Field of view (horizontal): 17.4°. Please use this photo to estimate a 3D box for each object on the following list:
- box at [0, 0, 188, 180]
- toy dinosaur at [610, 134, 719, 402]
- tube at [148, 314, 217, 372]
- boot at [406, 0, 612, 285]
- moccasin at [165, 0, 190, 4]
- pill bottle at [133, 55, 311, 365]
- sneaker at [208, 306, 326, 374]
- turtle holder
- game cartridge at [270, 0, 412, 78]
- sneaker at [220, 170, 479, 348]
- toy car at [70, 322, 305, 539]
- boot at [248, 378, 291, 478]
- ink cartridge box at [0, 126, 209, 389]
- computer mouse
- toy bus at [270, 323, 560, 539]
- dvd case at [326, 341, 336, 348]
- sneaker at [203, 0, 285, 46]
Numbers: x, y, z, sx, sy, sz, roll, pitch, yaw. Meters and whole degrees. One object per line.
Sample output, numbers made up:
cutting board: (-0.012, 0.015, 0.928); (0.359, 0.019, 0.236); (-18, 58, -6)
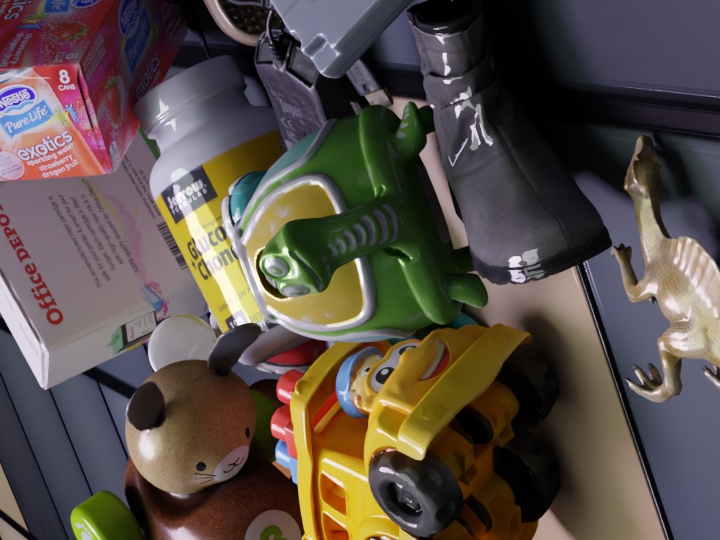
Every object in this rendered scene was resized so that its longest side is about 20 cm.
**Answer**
box: (-0.205, -0.158, 1.695); (0.201, 0.099, 0.096); (-70, -28, -51)
toy dinosaur: (0.173, 0.030, 1.175); (0.201, 0.058, 0.101); (56, 158, 23)
tube: (-0.117, 0.078, 1.744); (0.052, 0.058, 0.200); (20, 171, 9)
boot: (0.067, -0.077, 1.256); (0.200, 0.069, 0.133); (-134, 24, -67)
moccasin: (-0.150, -0.262, 1.628); (0.081, 0.068, 0.201); (49, 158, 35)
pill bottle: (-0.080, -0.044, 1.652); (0.201, 0.111, 0.112); (62, 160, 5)
sneaker: (-0.082, -0.009, 1.747); (0.201, 0.076, 0.085); (60, 152, 33)
turtle holder: (-0.002, -0.012, 1.383); (0.186, 0.131, 0.142); (-94, -18, -58)
game cartridge: (-0.018, -0.220, 1.274); (0.133, 0.041, 0.201); (-47, 58, 28)
sneaker: (0.000, 0.000, 1.518); (0.200, 0.078, 0.080); (38, 150, -8)
toy car: (-0.101, 0.122, 1.585); (0.158, 0.164, 0.201); (40, 150, 30)
boot: (-0.019, 0.122, 1.698); (0.200, 0.076, 0.156); (52, 159, 26)
ink cartridge box: (-0.195, -0.019, 1.848); (0.145, 0.199, 0.084); (58, 159, 18)
computer mouse: (-0.012, -0.114, 1.482); (0.140, 0.046, 0.201); (22, 145, 50)
toy bus: (0.017, 0.105, 1.480); (0.191, 0.136, 0.201); (28, 143, 28)
dvd case: (0.031, 0.106, 1.693); (0.200, 0.016, 0.150); (31, 142, 59)
sneaker: (-0.106, -0.240, 1.544); (0.076, 0.070, 0.202); (179, 71, -80)
